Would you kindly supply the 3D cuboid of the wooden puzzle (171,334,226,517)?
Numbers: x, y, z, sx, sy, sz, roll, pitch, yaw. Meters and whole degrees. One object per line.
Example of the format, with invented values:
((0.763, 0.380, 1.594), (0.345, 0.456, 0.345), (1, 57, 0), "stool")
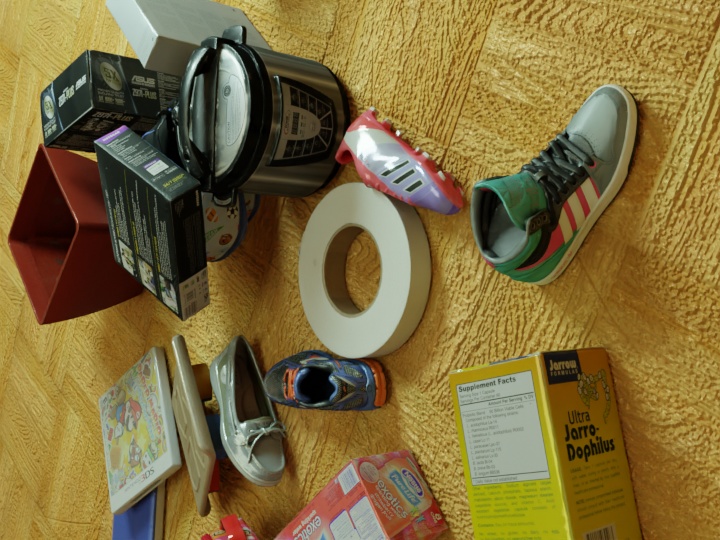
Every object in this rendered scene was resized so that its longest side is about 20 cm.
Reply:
((-0.223, 0.215, 1.238), (0.202, 0.045, 0.187), (103, 151, -50), "wooden puzzle")

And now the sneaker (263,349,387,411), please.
((-0.058, 0.133, 1.071), (0.198, 0.077, 0.077), (-11, 80, 47), "sneaker")

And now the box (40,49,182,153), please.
((-0.344, -0.236, 1.309), (0.162, 0.197, 0.088), (-19, 75, 46), "box")

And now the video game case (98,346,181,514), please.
((-0.352, 0.252, 1.403), (0.181, 0.023, 0.203), (-39, 53, 33), "video game case")

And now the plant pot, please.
((-0.424, -0.055, 1.412), (0.201, 0.174, 0.202), (54, 127, 33), "plant pot")

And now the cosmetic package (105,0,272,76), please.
((-0.215, -0.307, 1.169), (0.052, 0.197, 0.152), (-54, 52, 30), "cosmetic package")

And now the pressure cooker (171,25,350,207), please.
((-0.132, -0.177, 1.073), (0.179, 0.197, 0.178), (-49, 55, 33), "pressure cooker")

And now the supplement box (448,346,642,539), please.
((0.167, 0.179, 0.798), (0.108, 0.108, 0.205), (-18, 76, 45), "supplement box")

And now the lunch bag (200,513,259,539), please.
((-0.139, 0.389, 1.092), (0.200, 0.080, 0.180), (176, 77, -73), "lunch bag")

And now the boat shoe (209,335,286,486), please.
((-0.145, 0.184, 1.173), (0.065, 0.073, 0.205), (-52, 47, 38), "boat shoe")

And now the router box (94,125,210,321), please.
((-0.255, -0.056, 1.102), (0.148, 0.051, 0.202), (36, 142, 27), "router box")

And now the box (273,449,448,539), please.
((-0.007, 0.301, 0.997), (0.201, 0.093, 0.104), (-52, 53, 34), "box")

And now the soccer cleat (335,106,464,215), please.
((0.041, -0.105, 0.971), (0.077, 0.066, 0.200), (-49, 47, 10), "soccer cleat")

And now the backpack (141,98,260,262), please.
((-0.226, -0.104, 1.213), (0.199, 0.151, 0.195), (-30, 68, 54), "backpack")

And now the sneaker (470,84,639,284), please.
((0.163, -0.078, 0.800), (0.084, 0.119, 0.203), (42, 119, 39), "sneaker")

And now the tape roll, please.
((0.000, 0.000, 1.041), (0.201, 0.037, 0.208), (-2, 88, 49), "tape roll")

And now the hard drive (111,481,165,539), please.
((-0.358, 0.372, 1.436), (0.130, 0.025, 0.205), (7, 94, 48), "hard drive")
